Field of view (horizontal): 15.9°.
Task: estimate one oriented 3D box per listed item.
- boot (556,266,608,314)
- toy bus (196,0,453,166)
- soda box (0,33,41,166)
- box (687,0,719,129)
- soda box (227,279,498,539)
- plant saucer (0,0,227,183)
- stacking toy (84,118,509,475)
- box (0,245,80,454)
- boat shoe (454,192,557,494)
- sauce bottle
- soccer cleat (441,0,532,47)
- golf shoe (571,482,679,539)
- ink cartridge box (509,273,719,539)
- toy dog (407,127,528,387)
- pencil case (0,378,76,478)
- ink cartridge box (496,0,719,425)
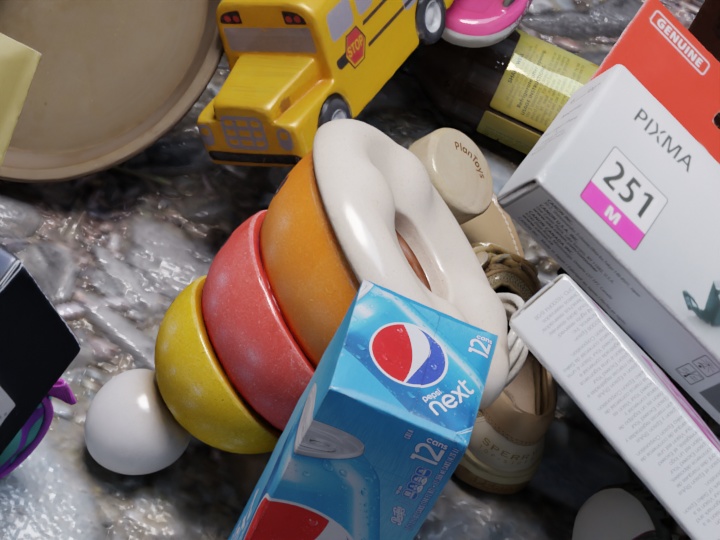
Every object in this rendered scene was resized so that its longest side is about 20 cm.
[{"bbox_3d":[0.204,0.043,1.349,0.200,0.077,0.138,6,48,-41],"label":"boot"},{"bbox_3d":[-0.012,-0.132,1.309,0.065,0.078,0.200,5,38,31],"label":"toy bus"},{"bbox_3d":[-0.245,-0.104,1.124,0.200,0.068,0.064,26,71,-26],"label":"soda box"},{"bbox_3d":[0.294,-0.120,1.510,0.166,0.164,0.200,40,43,14],"label":"box"},{"bbox_3d":[-0.010,0.099,1.112,0.064,0.200,0.068,22,45,-4],"label":"soda box"},{"bbox_3d":[-0.159,-0.143,1.314,0.200,0.200,0.029,36,1,8],"label":"plant saucer"},{"bbox_3d":[-0.045,0.036,1.176,0.146,0.200,0.146,52,17,-24],"label":"stacking toy"},{"bbox_3d":[-0.245,0.022,1.070,0.200,0.107,0.149,31,77,19],"label":"box"},{"bbox_3d":[0.071,0.020,1.333,0.071,0.065,0.200,8,46,-20],"label":"boat shoe"},{"bbox_3d":[0.086,-0.105,1.462,0.200,0.065,0.065,26,42,-1],"label":"sauce bottle"},{"bbox_3d":[0.064,-0.180,1.458,0.070,0.086,0.200,6,47,-4],"label":"soccer cleat"},{"bbox_3d":[0.103,0.174,1.196,0.088,0.077,0.200,11,43,-6],"label":"golf shoe"},{"bbox_3d":[0.160,0.100,1.220,0.200,0.043,0.196,50,3,15],"label":"ink cartridge box"},{"bbox_3d":[0.000,0.000,1.286,0.096,0.132,0.200,33,27,-28],"label":"toy dog"},{"bbox_3d":[-0.220,0.011,1.175,0.092,0.085,0.200,-35,67,-8],"label":"pencil case"},{"bbox_3d":[0.187,-0.028,1.311,0.200,0.044,0.174,44,57,-10],"label":"ink cartridge box"}]
